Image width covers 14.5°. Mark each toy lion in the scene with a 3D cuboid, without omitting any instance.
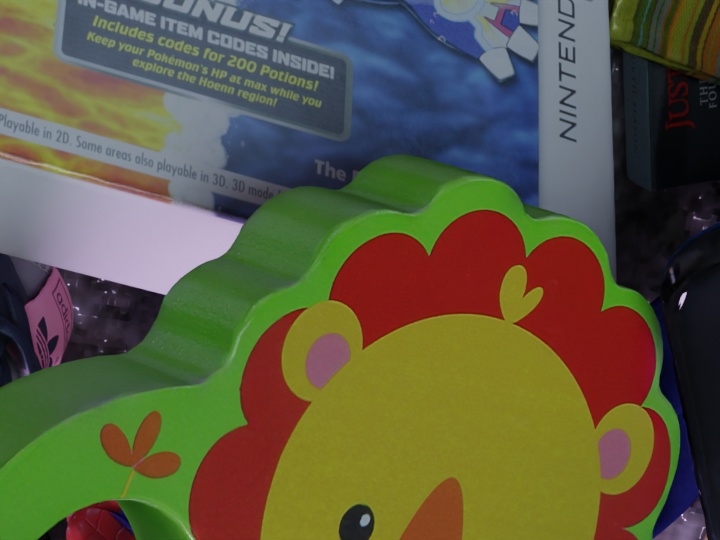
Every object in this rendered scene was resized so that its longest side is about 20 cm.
[{"bbox_3d":[-0.018,0.068,0.593,0.200,0.069,0.192,12,95,-42],"label":"toy lion"}]

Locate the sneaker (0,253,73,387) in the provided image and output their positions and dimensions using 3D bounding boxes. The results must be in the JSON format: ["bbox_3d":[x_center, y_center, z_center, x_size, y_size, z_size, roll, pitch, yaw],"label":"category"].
[{"bbox_3d":[-0.100,0.023,0.659,0.082,0.200,0.070,-5,127,-19],"label":"sneaker"}]

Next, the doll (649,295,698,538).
[{"bbox_3d":[0.109,0.029,0.800,0.200,0.048,0.137,-34,133,-27],"label":"doll"}]

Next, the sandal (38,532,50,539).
[{"bbox_3d":[-0.129,0.140,0.767,0.075,0.045,0.200,13,101,-22],"label":"sandal"}]

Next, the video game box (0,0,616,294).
[{"bbox_3d":[-0.032,-0.081,0.678,0.200,0.047,0.182,15,56,-23],"label":"video game box"}]

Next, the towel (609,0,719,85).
[{"bbox_3d":[0.163,-0.076,0.799,0.200,0.018,0.086,16,100,-24],"label":"towel"}]

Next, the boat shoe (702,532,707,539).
[{"bbox_3d":[0.111,0.122,0.788,0.066,0.074,0.200,-32,147,-20],"label":"boat shoe"}]

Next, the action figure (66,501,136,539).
[{"bbox_3d":[-0.003,0.070,0.710,0.200,0.065,0.052,20,135,13],"label":"action figure"}]

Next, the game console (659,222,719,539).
[{"bbox_3d":[0.183,0.061,0.632,0.200,0.118,0.171,-15,138,2],"label":"game console"}]

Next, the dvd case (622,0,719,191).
[{"bbox_3d":[0.168,-0.107,0.813,0.200,0.022,0.146,-10,109,-18],"label":"dvd case"}]
